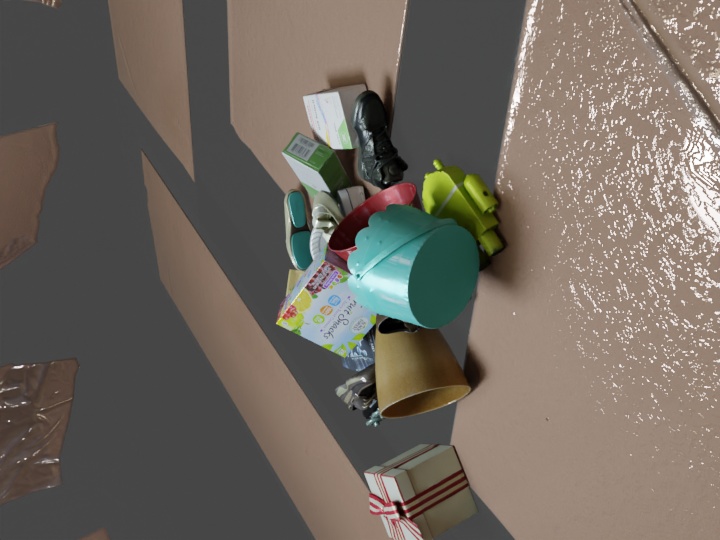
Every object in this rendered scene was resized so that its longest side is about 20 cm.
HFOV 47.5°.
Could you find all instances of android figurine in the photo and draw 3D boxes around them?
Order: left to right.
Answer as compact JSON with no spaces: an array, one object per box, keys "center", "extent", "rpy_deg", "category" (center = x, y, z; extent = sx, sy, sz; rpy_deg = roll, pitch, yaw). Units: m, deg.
[{"center":[0.172,-0.099,1.415],"extent":[0.200,0.041,0.182],"rpy_deg":[58,154,16],"category":"android figurine"}]

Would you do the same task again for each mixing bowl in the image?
[{"center":[0.049,-0.062,1.551],"extent":[0.109,0.200,0.200],"rpy_deg":[54,160,-21],"category":"mixing bowl"}]

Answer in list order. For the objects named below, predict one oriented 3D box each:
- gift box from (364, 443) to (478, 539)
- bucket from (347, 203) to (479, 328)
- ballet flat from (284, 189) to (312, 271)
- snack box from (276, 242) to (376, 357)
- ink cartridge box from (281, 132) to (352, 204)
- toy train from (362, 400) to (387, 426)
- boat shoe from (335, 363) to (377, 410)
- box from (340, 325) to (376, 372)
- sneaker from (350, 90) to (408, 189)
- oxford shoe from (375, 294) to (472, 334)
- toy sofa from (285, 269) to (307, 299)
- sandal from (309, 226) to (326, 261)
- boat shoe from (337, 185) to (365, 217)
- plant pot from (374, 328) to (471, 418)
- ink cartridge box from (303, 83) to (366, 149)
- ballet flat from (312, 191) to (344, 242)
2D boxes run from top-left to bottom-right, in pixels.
[{"center":[0.130,0.506,1.795],"extent":[0.201,0.186,0.184],"rpy_deg":[67,155,5],"category":"gift box"},{"center":[0.094,-0.006,1.381],"extent":[0.134,0.207,0.208],"rpy_deg":[19,127,44],"category":"bucket"},{"center":[-0.157,-0.099,2.018],"extent":[0.069,0.069,0.201],"rpy_deg":[2,97,63],"category":"ballet flat"},{"center":[-0.047,0.063,1.638],"extent":[0.200,0.168,0.068],"rpy_deg":[-49,21,35],"category":"snack box"},{"center":[-0.084,-0.205,1.756],"extent":[0.104,0.059,0.200],"rpy_deg":[31,168,25],"category":"ink cartridge box"},{"center":[0.066,0.283,1.838],"extent":[0.086,0.113,0.200],"rpy_deg":[65,154,21],"category":"toy train"},{"center":[0.009,0.253,1.740],"extent":[0.073,0.074,0.200],"rpy_deg":[56,158,7],"category":"boat shoe"},{"center":[0.032,0.145,1.810],"extent":[0.200,0.107,0.149],"rpy_deg":[8,115,61],"category":"box"},{"center":[0.040,-0.237,1.540],"extent":[0.114,0.076,0.200],"rpy_deg":[41,146,42],"category":"sneaker"},{"center":[0.118,0.080,1.532],"extent":[0.199,0.085,0.073],"rpy_deg":[-21,126,28],"category":"oxford shoe"},{"center":[-0.104,0.046,2.058],"extent":[0.200,0.097,0.083],"rpy_deg":[7,91,62],"category":"toy sofa"},{"center":[-0.073,-0.029,1.935],"extent":[0.050,0.082,0.204],"rpy_deg":[-105,5,-69],"category":"sandal"},{"center":[0.008,-0.082,1.724],"extent":[0.074,0.065,0.201],"rpy_deg":[175,79,-80],"category":"boat shoe"},{"center":[0.105,0.170,1.635],"extent":[0.187,0.185,0.201],"rpy_deg":[121,138,-60],"category":"plant pot"},{"center":[-0.052,-0.311,1.671],"extent":[0.200,0.067,0.118],"rpy_deg":[14,123,60],"category":"ink cartridge box"},{"center":[-0.060,-0.092,1.686],"extent":[0.200,0.069,0.070],"rpy_deg":[50,149,34],"category":"ballet flat"}]
